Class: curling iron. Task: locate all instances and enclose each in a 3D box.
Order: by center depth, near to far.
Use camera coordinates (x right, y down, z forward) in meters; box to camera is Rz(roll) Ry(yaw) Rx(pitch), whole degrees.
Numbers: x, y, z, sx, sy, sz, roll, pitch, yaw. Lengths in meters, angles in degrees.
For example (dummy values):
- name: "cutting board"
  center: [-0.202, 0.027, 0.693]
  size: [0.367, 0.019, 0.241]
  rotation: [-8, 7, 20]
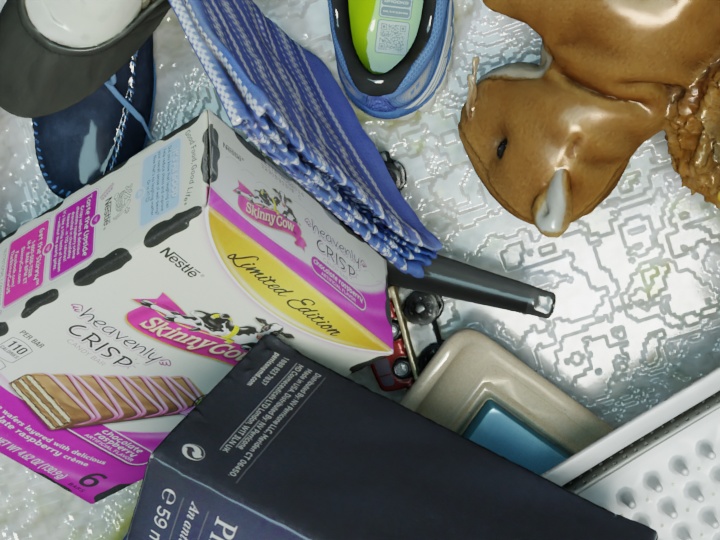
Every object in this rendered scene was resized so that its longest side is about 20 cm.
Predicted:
- name: "curling iron"
  center: [0.000, 0.000, 0.806]
  size: [0.198, 0.026, 0.050]
  rotation: [7, 120, 16]

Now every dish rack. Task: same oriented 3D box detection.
- name: "dish rack"
  center: [0.156, 0.144, 0.768]
  size: [0.199, 0.044, 0.173]
  rotation: [-31, 98, 2]

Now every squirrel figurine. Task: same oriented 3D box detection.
- name: "squirrel figurine"
  center: [0.142, -0.094, 0.758]
  size: [0.198, 0.141, 0.188]
  rotation: [27, 102, 7]

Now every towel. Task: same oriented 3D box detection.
- name: "towel"
  center: [-0.032, -0.083, 0.724]
  size: [0.024, 0.200, 0.146]
  rotation: [-34, 62, 9]

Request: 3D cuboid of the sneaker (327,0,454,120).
- name: "sneaker"
  center: [0.020, -0.175, 0.788]
  size: [0.077, 0.089, 0.203]
  rotation: [1, 94, 6]

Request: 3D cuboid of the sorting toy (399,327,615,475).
- name: "sorting toy"
  center: [0.073, 0.155, 0.803]
  size: [0.199, 0.036, 0.186]
  rotation: [35, 97, -11]

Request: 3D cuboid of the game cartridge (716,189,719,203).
- name: "game cartridge"
  center: [0.252, -0.081, 0.728]
  size: [0.200, 0.176, 0.032]
  rotation: [-50, 59, 6]

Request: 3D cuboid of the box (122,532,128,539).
- name: "box"
  center: [-0.075, 0.175, 0.851]
  size: [0.121, 0.032, 0.201]
  rotation: [38, 96, 4]

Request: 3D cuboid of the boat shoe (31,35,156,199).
- name: "boat shoe"
  center: [-0.146, -0.135, 0.821]
  size: [0.083, 0.069, 0.203]
  rotation: [-1, 93, 7]

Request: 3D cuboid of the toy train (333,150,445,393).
- name: "toy train"
  center: [0.024, 0.040, 0.828]
  size: [0.045, 0.034, 0.202]
  rotation: [-16, 91, 10]

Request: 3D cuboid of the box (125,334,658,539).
- name: "box"
  center: [-0.005, 0.171, 0.704]
  size: [0.197, 0.123, 0.202]
  rotation: [25, 120, 11]

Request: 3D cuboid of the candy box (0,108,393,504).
- name: "candy box"
  center: [-0.102, 0.026, 0.765]
  size: [0.199, 0.061, 0.136]
  rotation: [-29, 134, 26]

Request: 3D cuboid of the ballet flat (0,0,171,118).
- name: "ballet flat"
  center: [-0.104, -0.155, 0.753]
  size: [0.200, 0.068, 0.068]
  rotation: [-44, 81, -6]
